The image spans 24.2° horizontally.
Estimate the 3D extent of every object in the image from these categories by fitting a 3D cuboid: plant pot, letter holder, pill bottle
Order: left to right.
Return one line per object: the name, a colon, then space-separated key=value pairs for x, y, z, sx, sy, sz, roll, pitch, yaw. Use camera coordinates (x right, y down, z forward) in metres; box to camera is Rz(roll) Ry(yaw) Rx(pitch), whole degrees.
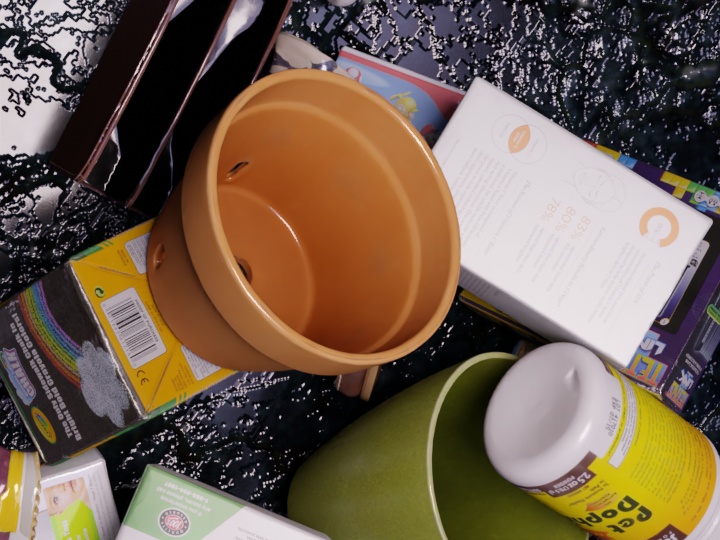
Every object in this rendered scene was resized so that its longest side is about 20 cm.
letter holder: x=-0.132 y=-0.138 z=1.229 sx=0.100 sy=0.142 sz=0.201 roll=27 pitch=88 yaw=-19
plant pot: x=-0.051 y=-0.016 z=1.126 sx=0.199 sy=0.140 sz=0.202 roll=15 pitch=64 yaw=-32
plant pot: x=0.043 y=0.172 z=1.290 sx=0.186 sy=0.199 sz=0.189 roll=16 pitch=67 yaw=-43
pill bottle: x=0.188 y=0.141 z=1.224 sx=0.200 sy=0.109 sz=0.110 roll=34 pitch=86 yaw=-34

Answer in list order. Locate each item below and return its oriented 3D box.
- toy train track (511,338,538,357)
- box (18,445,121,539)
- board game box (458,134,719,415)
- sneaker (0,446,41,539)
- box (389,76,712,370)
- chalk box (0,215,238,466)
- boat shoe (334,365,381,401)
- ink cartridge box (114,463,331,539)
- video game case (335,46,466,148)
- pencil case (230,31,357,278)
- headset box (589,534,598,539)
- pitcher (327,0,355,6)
toy train track: x=0.114 y=0.117 z=1.406 sx=0.114 sy=0.033 sz=0.201 roll=29 pitch=82 yaw=-12
box: x=-0.281 y=0.209 z=1.248 sx=0.199 sy=0.101 sz=0.113 roll=-16 pitch=101 yaw=-16
board game box: x=0.202 y=-0.003 z=1.329 sx=0.166 sy=0.199 sz=0.057 roll=-60 pitch=145 yaw=-4
sneaker: x=-0.277 y=0.219 z=1.165 sx=0.089 sy=0.075 sz=0.202 roll=9 pitch=88 yaw=-11
box: x=0.133 y=-0.030 z=1.228 sx=0.199 sy=0.097 sz=0.125 roll=32 pitch=83 yaw=2
chalk box: x=-0.184 y=0.053 z=1.221 sx=0.124 sy=0.200 sz=0.125 roll=-27 pitch=91 yaw=-40
boat shoe: x=0.000 y=0.000 z=1.333 sx=0.070 sy=0.070 sz=0.202 roll=12 pitch=85 yaw=-3
ink cartridge box: x=-0.122 y=0.256 z=1.186 sx=0.144 sy=0.084 sz=0.201 roll=23 pitch=83 yaw=-1
video game case: x=0.014 y=-0.057 z=1.294 sx=0.142 sy=0.017 sz=0.201 roll=21 pitch=83 yaw=9
pencil case: x=-0.071 y=-0.079 z=1.260 sx=0.078 sy=0.089 sz=0.201 roll=29 pitch=84 yaw=-35
headset box: x=0.240 y=0.276 z=1.377 sx=0.077 sy=0.200 sz=0.149 roll=-45 pitch=107 yaw=-8
pitcher: x=-0.013 y=-0.276 z=1.220 sx=0.121 sy=0.200 sz=0.173 roll=-22 pitch=105 yaw=-14
